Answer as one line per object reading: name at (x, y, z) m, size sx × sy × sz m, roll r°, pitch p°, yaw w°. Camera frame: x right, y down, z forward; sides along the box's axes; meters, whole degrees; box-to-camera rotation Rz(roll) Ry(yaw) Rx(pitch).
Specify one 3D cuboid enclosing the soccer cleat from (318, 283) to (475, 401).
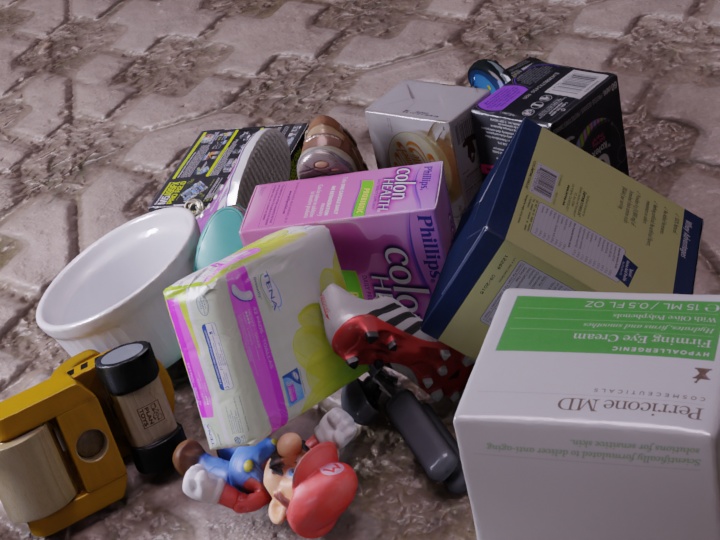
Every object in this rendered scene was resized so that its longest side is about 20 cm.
soccer cleat at (0.041, 0.064, 1.297) m, size 0.069 × 0.199 × 0.085 m, roll -50°, pitch 46°, yaw 22°

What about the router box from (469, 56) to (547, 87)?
router box at (0.188, -0.185, 1.727) m, size 0.199 × 0.063 × 0.150 m, roll -28°, pitch 34°, yaw -21°

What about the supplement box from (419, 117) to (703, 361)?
supplement box at (0.189, 0.002, 1.280) m, size 0.199 × 0.135 × 0.201 m, roll 29°, pitch 39°, yaw -3°

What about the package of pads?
package of pads at (-0.082, 0.052, 1.257) m, size 0.068 × 0.156 × 0.200 m, roll -10°, pitch 10°, yaw 33°

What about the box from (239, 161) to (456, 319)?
box at (0.000, 0.000, 1.407) m, size 0.198 × 0.177 × 0.097 m, roll -7°, pitch 31°, yaw 12°

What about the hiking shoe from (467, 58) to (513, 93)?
hiking shoe at (0.148, -0.150, 1.585) m, size 0.086 × 0.074 × 0.202 m, roll -10°, pitch 70°, yaw -14°

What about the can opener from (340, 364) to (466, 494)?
can opener at (0.038, 0.149, 1.296) m, size 0.067 × 0.053 × 0.200 m, roll -48°, pitch 33°, yaw 7°

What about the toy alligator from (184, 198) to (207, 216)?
toy alligator at (-0.125, -0.051, 1.657) m, size 0.199 × 0.060 × 0.054 m, roll 19°, pitch 4°, yaw 38°

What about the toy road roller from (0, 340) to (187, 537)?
toy road roller at (-0.273, 0.150, 1.348) m, size 0.199 × 0.124 × 0.146 m, roll -27°, pitch 20°, yaw -23°

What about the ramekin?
ramekin at (-0.237, 0.031, 1.492) m, size 0.199 × 0.098 × 0.201 m, roll -25°, pitch 27°, yaw 14°

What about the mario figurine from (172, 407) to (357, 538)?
mario figurine at (-0.083, 0.164, 1.247) m, size 0.199 × 0.106 × 0.124 m, roll 9°, pitch 72°, yaw 45°

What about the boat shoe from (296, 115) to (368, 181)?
boat shoe at (-0.019, -0.096, 1.489) m, size 0.075 × 0.200 × 0.072 m, roll -2°, pitch 64°, yaw 7°

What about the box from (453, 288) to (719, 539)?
box at (0.196, 0.140, 1.084) m, size 0.197 × 0.201 × 0.172 m, roll 2°, pitch 37°, yaw 22°

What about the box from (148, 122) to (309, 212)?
box at (-0.161, -0.119, 1.787) m, size 0.159 × 0.045 × 0.201 m, roll -3°, pitch 33°, yaw 19°

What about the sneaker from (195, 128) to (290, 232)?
sneaker at (-0.157, -0.074, 1.607) m, size 0.114 × 0.072 × 0.202 m, roll 15°, pitch 82°, yaw 46°

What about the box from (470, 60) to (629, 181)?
box at (0.205, -0.098, 1.453) m, size 0.106 × 0.201 × 0.122 m, roll 18°, pitch 44°, yaw 41°

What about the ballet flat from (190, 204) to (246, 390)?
ballet flat at (-0.136, 0.035, 1.425) m, size 0.067 × 0.202 × 0.070 m, roll 4°, pitch -7°, yaw 20°

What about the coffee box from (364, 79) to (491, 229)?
coffee box at (0.089, -0.093, 1.493) m, size 0.114 × 0.201 × 0.080 m, roll 14°, pitch 40°, yaw 37°
